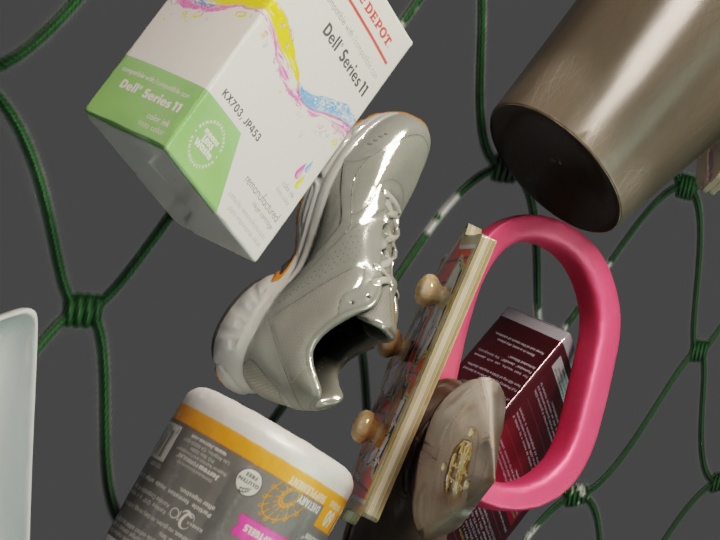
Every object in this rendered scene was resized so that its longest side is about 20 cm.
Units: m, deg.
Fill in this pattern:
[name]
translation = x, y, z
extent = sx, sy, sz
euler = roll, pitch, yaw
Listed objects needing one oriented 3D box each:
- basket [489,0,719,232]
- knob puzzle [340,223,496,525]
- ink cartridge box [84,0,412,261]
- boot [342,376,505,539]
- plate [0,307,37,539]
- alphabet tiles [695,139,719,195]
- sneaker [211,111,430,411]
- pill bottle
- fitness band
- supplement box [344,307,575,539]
[basket]
translation = 0.190, -0.134, 1.344
extent = 0.200, 0.136, 0.181
euler = -45, 135, -21
[knob puzzle]
translation = 0.023, 0.060, 1.241
extent = 0.220, 0.030, 0.221
euler = -156, -90, -86
[ink cartridge box]
translation = -0.046, -0.122, 1.094
extent = 0.201, 0.067, 0.117
euler = -55, 143, -14
[boot]
translation = 0.036, 0.149, 1.194
extent = 0.200, 0.064, 0.188
euler = 176, -69, -86
[plate]
translation = -0.249, 0.128, 1.005
extent = 0.199, 0.032, 0.202
euler = -22, 125, -46
[alphabet tiles]
translation = 0.301, -0.141, 1.446
extent = 0.200, 0.014, 0.197
euler = 132, -27, -52
[sneaker]
translation = 0.000, 0.000, 1.202
extent = 0.201, 0.092, 0.076
euler = -60, 144, -10
[pill bottle]
translation = -0.097, 0.179, 1.159
extent = 0.201, 0.116, 0.116
euler = -61, 144, -7
[fitness band]
translation = 0.105, 0.062, 1.354
extent = 0.143, 0.037, 0.202
euler = 23, 75, -29
[supplement box]
translation = 0.079, 0.136, 1.410
extent = 0.200, 0.061, 0.109
euler = -48, 140, -25
